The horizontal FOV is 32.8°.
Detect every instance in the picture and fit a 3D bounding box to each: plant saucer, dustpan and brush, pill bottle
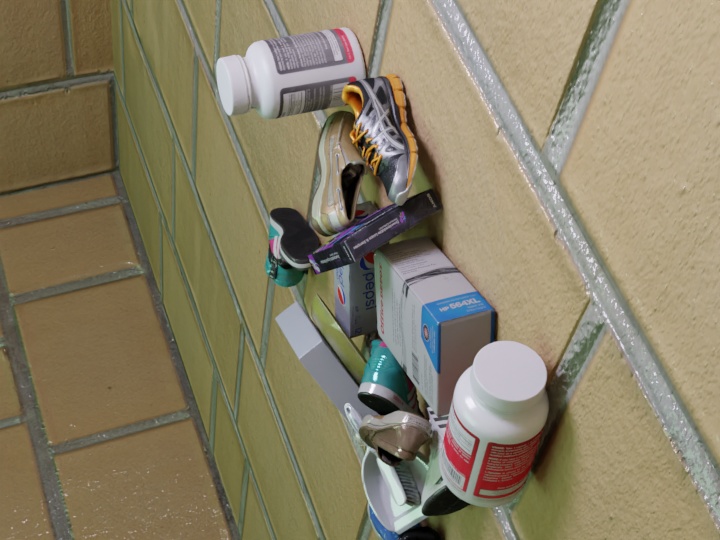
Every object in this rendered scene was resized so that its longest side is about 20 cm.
[{"bbox_3d":[-0.022,0.125,1.931,0.201,0.031,0.200,53,179,2],"label":"plant saucer"},{"bbox_3d":[0.037,0.284,1.824,0.139,0.057,0.202,-39,71,34],"label":"dustpan and brush"},{"bbox_3d":[0.158,0.178,1.428,0.201,0.111,0.113,97,153,-47],"label":"pill bottle"},{"bbox_3d":[-0.101,-0.279,1.752,0.111,0.197,0.112,168,90,-72],"label":"pill bottle"}]

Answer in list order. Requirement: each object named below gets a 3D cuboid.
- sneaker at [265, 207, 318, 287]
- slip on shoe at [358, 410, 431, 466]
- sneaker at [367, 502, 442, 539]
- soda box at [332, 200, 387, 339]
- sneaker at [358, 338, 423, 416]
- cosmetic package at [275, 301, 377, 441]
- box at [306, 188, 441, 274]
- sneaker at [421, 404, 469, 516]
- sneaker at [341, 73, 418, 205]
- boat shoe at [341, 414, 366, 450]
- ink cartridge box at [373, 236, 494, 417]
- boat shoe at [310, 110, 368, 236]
[{"bbox_3d":[-0.124,-0.018,2.197,0.201,0.082,0.122,-118,26,-58],"label":"sneaker"},{"bbox_3d":[0.042,0.240,1.699,0.200,0.075,0.061,-29,39,67],"label":"slip on shoe"},{"bbox_3d":[0.074,0.411,1.904,0.112,0.076,0.201,92,154,-54],"label":"sneaker"},{"bbox_3d":[0.000,0.000,1.857,0.064,0.067,0.202,-129,30,-49],"label":"soda box"},{"bbox_3d":[0.058,0.154,1.758,0.200,0.083,0.122,53,-129,-61],"label":"sneaker"},{"bbox_3d":[-0.045,0.160,1.910,0.201,0.051,0.151,54,176,-28],"label":"cosmetic package"},{"bbox_3d":[0.014,-0.051,1.653,0.036,0.142,0.200,60,162,-6],"label":"box"},{"bbox_3d":[0.123,0.250,1.682,0.202,0.075,0.116,111,151,-48],"label":"sneaker"},{"bbox_3d":[0.025,-0.169,1.596,0.079,0.076,0.202,112,152,-52],"label":"sneaker"},{"bbox_3d":[0.023,0.261,1.971,0.200,0.068,0.075,-141,41,-63],"label":"boat shoe"},{"bbox_3d":[0.093,0.068,1.591,0.200,0.083,0.148,-126,28,-52],"label":"ink cartridge box"},{"bbox_3d":[-0.018,-0.146,1.773,0.076,0.071,0.203,-17,59,41],"label":"boat shoe"}]
